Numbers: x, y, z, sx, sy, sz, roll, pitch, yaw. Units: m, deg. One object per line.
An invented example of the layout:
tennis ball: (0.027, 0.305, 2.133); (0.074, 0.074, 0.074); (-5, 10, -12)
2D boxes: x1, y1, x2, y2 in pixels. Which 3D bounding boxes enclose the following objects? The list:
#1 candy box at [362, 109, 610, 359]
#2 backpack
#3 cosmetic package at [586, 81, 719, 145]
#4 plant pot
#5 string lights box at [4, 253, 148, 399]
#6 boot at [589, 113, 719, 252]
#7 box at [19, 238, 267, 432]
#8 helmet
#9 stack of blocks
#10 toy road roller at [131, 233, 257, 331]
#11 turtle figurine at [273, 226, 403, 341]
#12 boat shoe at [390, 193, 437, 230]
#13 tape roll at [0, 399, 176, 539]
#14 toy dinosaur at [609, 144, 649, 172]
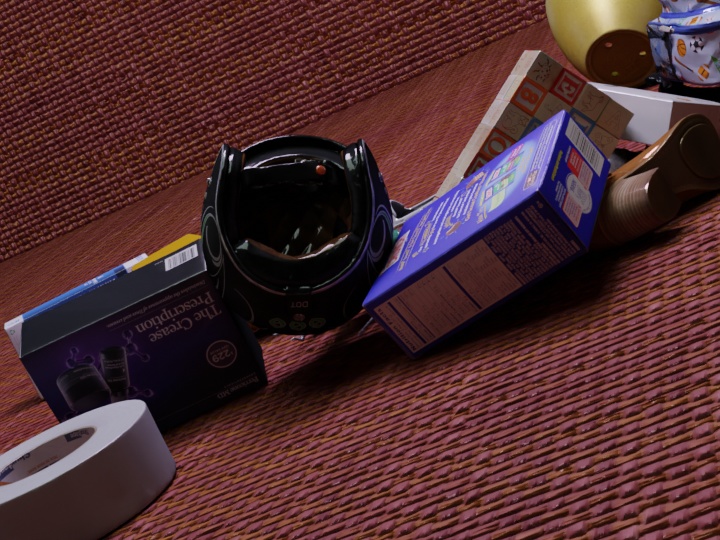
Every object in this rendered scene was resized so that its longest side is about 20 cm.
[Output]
candy box: (0.113, -0.031, 1.431); (0.200, 0.077, 0.169); (-33, 16, 29)
backpack: (0.434, -0.279, 1.860); (0.199, 0.155, 0.191); (-23, 21, -4)
cosmetic package: (0.271, -0.162, 1.668); (0.082, 0.051, 0.200); (-3, 14, -37)
plant pot: (0.355, -0.328, 2.216); (0.199, 0.200, 0.142); (-21, 38, 22)
string lights box: (-0.337, 0.069, 2.053); (0.199, 0.103, 0.059); (-27, 10, -10)
boot: (0.244, -0.075, 1.513); (0.154, 0.074, 0.200); (-21, 8, 42)
box: (-0.211, 0.081, 1.586); (0.199, 0.141, 0.079); (-25, 28, 3)
helmet: (-0.059, -0.039, 1.519); (0.199, 0.201, 0.191); (-26, -8, -5)
stack of blocks: (0.161, -0.100, 1.586); (0.200, 0.115, 0.059); (-58, 12, 2)
toy road roller: (-0.142, 0.021, 1.809); (0.200, 0.123, 0.146); (-30, 23, -27)
turtle figurine: (0.000, 0.000, 1.656); (0.200, 0.101, 0.149); (-27, 9, -40)
boat shoe: (0.045, -0.047, 1.829); (0.199, 0.069, 0.072); (-20, 12, 27)
tape roll: (-0.263, 0.190, 1.421); (0.200, 0.066, 0.200); (-25, 10, 5)
toy dinosaur: (0.241, -0.102, 1.668); (0.199, 0.077, 0.102); (15, 26, 22)
